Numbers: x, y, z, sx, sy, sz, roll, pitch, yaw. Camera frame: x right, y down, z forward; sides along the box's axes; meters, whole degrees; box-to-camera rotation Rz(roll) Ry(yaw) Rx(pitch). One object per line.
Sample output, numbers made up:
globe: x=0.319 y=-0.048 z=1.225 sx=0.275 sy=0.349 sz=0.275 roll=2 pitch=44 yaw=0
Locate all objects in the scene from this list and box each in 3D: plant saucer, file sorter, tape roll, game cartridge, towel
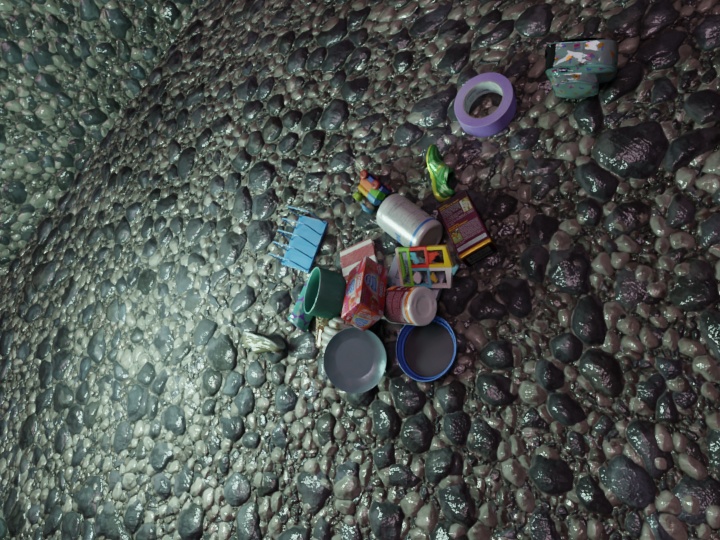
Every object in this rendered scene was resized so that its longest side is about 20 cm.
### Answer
plant saucer: x=-0.018 y=0.275 z=1.592 sx=0.196 sy=0.039 sz=0.206 roll=0 pitch=91 yaw=-3
file sorter: x=-0.235 y=-0.118 z=1.898 sx=0.137 sy=0.122 sz=0.204 roll=16 pitch=81 yaw=33
tape roll: x=0.415 y=-0.552 z=1.714 sx=0.196 sy=0.065 sz=0.205 roll=-10 pitch=69 yaw=27
game cartridge: x=0.181 y=0.024 z=1.663 sx=0.197 sy=0.041 sz=0.135 roll=20 pitch=80 yaw=33
towel: x=0.000 y=0.000 z=1.784 sx=0.142 sy=0.023 sz=0.204 roll=-22 pitch=62 yaw=24

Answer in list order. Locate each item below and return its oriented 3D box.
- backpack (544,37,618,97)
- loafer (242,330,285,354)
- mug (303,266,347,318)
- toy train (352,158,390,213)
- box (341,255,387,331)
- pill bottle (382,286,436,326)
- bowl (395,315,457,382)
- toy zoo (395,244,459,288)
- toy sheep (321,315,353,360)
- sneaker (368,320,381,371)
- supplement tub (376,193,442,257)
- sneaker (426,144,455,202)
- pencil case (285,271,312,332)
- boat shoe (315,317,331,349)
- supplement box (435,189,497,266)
backpack: x=0.661 y=-0.604 z=1.531 sx=0.196 sy=0.175 sz=0.157 roll=-2 pitch=88 yaw=27
loafer: x=-0.352 y=0.271 z=1.866 sx=0.197 sy=0.075 sz=0.071 roll=11 pitch=90 yaw=37
mug: x=-0.109 y=0.069 z=1.672 sx=0.186 sy=0.112 sz=0.154 roll=-111 pitch=40 yaw=-57
toy train: x=0.009 y=-0.303 z=1.856 sx=0.200 sy=0.084 sz=0.117 roll=45 pitch=110 yaw=33
box: x=0.014 y=0.070 z=1.589 sx=0.099 sy=0.095 sz=0.203 roll=-41 pitch=27 yaw=37
pill bottle: x=0.132 y=0.107 z=1.581 sx=0.198 sy=0.113 sz=0.117 roll=-2 pitch=69 yaw=56
bowl: x=0.204 y=0.238 z=1.572 sx=0.197 sy=0.039 sz=0.205 roll=-10 pitch=69 yaw=26
toy zoo: x=0.208 y=-0.010 z=1.584 sx=0.196 sy=0.020 sz=0.134 roll=-2 pitch=108 yaw=29
toy sheep: x=-0.066 y=0.220 z=1.677 sx=0.136 sy=0.137 sz=0.204 roll=16 pitch=87 yaw=32
sneaker: x=0.024 y=0.223 z=1.650 sx=0.074 sy=0.091 sz=0.205 roll=-13 pitch=68 yaw=22
supplement tub: x=0.160 y=-0.148 z=1.678 sx=0.199 sy=0.132 sz=0.133 roll=41 pitch=94 yaw=34
sneaker: x=0.273 y=-0.326 z=1.715 sx=0.082 sy=0.074 sz=0.205 roll=-18 pitch=74 yaw=25
pencil case: x=-0.182 y=0.108 z=1.810 sx=0.084 sy=0.092 sz=0.203 roll=27 pitch=86 yaw=1
boat shoe: x=-0.126 y=0.167 z=1.765 sx=0.074 sy=0.072 sz=0.205 roll=0 pitch=73 yaw=29
supplement box: x=0.330 y=-0.132 z=1.602 sx=0.109 sy=0.085 sz=0.203 roll=-29 pitch=61 yaw=18
